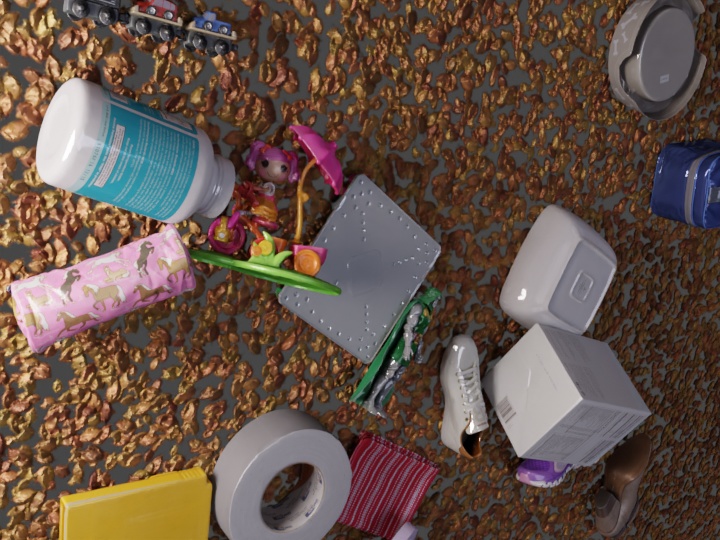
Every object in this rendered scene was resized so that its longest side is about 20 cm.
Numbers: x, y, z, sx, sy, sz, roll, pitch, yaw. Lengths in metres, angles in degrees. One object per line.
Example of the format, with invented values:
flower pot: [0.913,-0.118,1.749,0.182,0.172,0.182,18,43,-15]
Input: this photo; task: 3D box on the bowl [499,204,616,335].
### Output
bowl: [0.340,0.015,1.427,0.198,0.074,0.203,29,88,-40]

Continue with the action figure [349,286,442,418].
action figure: [0.062,0.114,1.261,0.203,0.054,0.118,-63,157,-2]

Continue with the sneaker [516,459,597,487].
sneaker: [0.352,0.320,1.556,0.197,0.080,0.091,-17,110,-36]

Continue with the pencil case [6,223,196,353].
pencil case: [-0.276,0.017,0.947,0.196,0.087,0.084,-23,139,-16]

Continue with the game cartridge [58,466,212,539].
game cartridge: [-0.289,0.354,1.121,0.196,0.032,0.181,-5,110,-38]

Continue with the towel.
towel: [0.033,0.342,1.358,0.198,0.022,0.147,32,88,-40]

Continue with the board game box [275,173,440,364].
board game box: [0.000,0.000,1.199,0.199,0.026,0.202,38,84,-39]

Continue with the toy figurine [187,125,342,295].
toy figurine: [-0.098,-0.084,1.051,0.195,0.150,0.189,14,85,-9]

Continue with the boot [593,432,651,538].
boot: [0.534,0.440,1.746,0.201,0.070,0.147,-50,135,-9]

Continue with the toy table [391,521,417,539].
toy table: [0.067,0.512,1.353,0.183,0.116,0.203,-20,139,-61]

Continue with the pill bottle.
pill bottle: [-0.233,-0.118,0.927,0.197,0.110,0.113,19,96,-39]

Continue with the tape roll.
tape roll: [-0.109,0.300,1.209,0.197,0.066,0.205,-15,116,-32]

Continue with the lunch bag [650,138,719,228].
lunch bag: [0.630,-0.152,1.539,0.196,0.132,0.139,-12,115,-32]

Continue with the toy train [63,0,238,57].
toy train: [-0.219,-0.270,0.931,0.196,0.034,0.047,7,91,-37]

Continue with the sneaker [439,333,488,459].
sneaker: [0.175,0.202,1.370,0.071,0.084,0.205,-15,114,-29]

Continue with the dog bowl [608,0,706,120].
dog bowl: [0.477,-0.349,1.398,0.196,0.058,0.205,-14,115,-31]

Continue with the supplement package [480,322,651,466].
supplement package: [0.333,0.207,1.414,0.197,0.154,0.151,16,126,-39]
